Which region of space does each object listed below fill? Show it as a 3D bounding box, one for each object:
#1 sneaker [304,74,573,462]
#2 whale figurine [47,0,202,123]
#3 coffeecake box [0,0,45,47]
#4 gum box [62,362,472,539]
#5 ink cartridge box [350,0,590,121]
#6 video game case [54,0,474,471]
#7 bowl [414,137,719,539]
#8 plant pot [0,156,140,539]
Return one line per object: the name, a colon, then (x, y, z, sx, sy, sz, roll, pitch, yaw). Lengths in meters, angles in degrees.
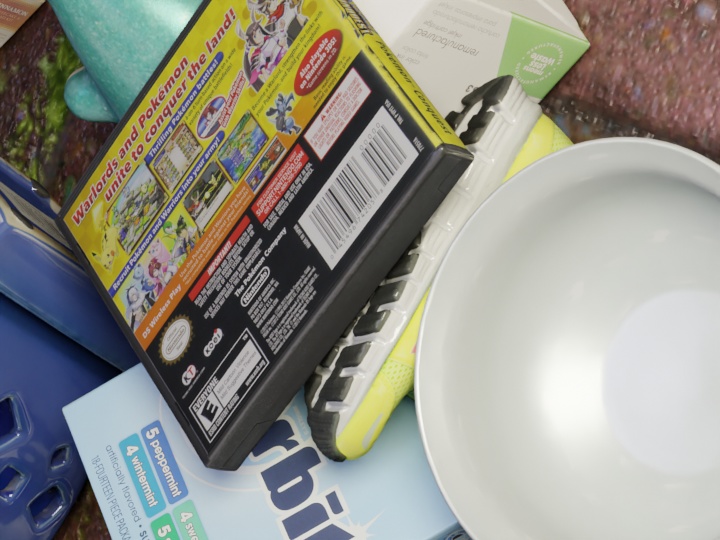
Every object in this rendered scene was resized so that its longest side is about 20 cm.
sneaker: (0.049, 0.011, 1.272, 0.200, 0.090, 0.078, -58, 18, -9)
whale figurine: (-0.104, -0.123, 1.387, 0.159, 0.200, 0.104, -41, 29, 30)
coffeecake box: (-0.301, -0.171, 1.687, 0.200, 0.073, 0.154, -41, 53, 28)
gum box: (-0.030, 0.093, 1.328, 0.200, 0.045, 0.170, -31, 56, 7)
ink cartridge box: (0.003, -0.075, 1.340, 0.200, 0.117, 0.067, -48, 50, 26)
video game case: (-0.052, -0.038, 1.285, 0.200, 0.025, 0.181, -53, 51, 23)
bowl: (0.129, 0.047, 1.198, 0.201, 0.090, 0.201, -6, 80, 34)
plant pot: (-0.238, 0.029, 1.487, 0.180, 0.200, 0.200, -48, 49, 3)
